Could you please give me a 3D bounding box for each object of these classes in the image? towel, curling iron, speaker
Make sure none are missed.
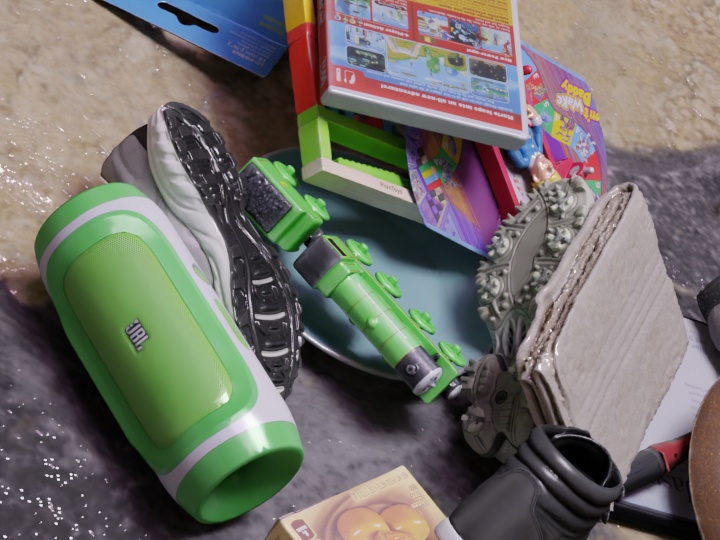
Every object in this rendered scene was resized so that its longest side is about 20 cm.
[{"bbox_3d":[0.153,0.052,1.641,0.200,0.034,0.133,-55,133,-47],"label":"towel"},{"bbox_3d":[0.200,0.130,1.688,0.200,0.026,0.050,-10,59,-41],"label":"curling iron"},{"bbox_3d":[-0.113,0.046,1.518,0.088,0.089,0.200,-10,57,-42],"label":"speaker"}]

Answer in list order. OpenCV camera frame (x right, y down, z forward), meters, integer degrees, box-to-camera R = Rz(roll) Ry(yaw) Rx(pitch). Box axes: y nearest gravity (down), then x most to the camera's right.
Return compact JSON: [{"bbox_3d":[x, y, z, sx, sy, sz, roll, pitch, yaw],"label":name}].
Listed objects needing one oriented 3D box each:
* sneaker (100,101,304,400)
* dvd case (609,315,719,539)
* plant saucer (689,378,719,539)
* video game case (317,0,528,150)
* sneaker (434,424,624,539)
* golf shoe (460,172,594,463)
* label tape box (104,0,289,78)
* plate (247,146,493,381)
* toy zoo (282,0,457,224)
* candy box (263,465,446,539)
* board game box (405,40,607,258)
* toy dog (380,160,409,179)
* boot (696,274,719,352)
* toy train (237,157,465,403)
[{"bbox_3d":[-0.097,0.000,1.604,0.074,0.079,0.201,-1,65,-60],"label":"sneaker"},{"bbox_3d":[0.199,0.097,1.758,0.142,0.018,0.200,17,42,-23],"label":"dvd case"},{"bbox_3d":[0.301,0.148,1.708,0.200,0.037,0.201,17,61,-32],"label":"plant saucer"},{"bbox_3d":[0.038,-0.177,1.717,0.143,0.017,0.201,12,53,-21],"label":"video game case"},{"bbox_3d":[0.122,0.147,1.531,0.071,0.099,0.200,49,9,25],"label":"sneaker"},{"bbox_3d":[0.124,0.040,1.691,0.097,0.078,0.201,33,64,-40],"label":"golf shoe"},{"bbox_3d":[-0.084,-0.233,1.832,0.144,0.063,0.200,25,37,6],"label":"label tape box"},{"bbox_3d":[0.000,0.000,1.705,0.200,0.026,0.201,21,40,-18],"label":"plate"},{"bbox_3d":[0.003,-0.136,1.728,0.131,0.020,0.201,18,56,-44],"label":"toy zoo"},{"bbox_3d":[0.038,0.215,1.486,0.115,0.055,0.200,-19,62,-48],"label":"candy box"},{"bbox_3d":[0.114,-0.082,1.750,0.200,0.039,0.159,26,67,-40],"label":"board game box"},{"bbox_3d":[0.054,-0.142,1.834,0.132,0.096,0.200,-11,58,-43],"label":"toy dog"},{"bbox_3d":[0.327,0.081,1.839,0.199,0.070,0.132,9,51,-29],"label":"boot"},{"bbox_3d":[-0.010,0.005,1.628,0.200,0.042,0.056,47,13,15],"label":"toy train"}]
